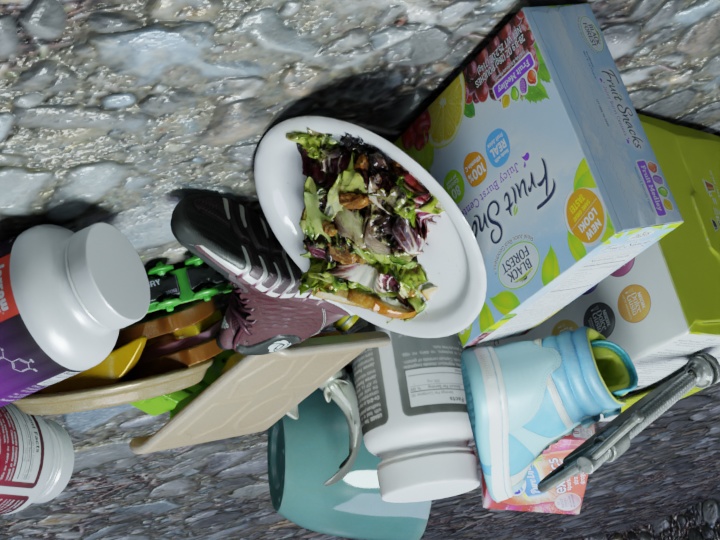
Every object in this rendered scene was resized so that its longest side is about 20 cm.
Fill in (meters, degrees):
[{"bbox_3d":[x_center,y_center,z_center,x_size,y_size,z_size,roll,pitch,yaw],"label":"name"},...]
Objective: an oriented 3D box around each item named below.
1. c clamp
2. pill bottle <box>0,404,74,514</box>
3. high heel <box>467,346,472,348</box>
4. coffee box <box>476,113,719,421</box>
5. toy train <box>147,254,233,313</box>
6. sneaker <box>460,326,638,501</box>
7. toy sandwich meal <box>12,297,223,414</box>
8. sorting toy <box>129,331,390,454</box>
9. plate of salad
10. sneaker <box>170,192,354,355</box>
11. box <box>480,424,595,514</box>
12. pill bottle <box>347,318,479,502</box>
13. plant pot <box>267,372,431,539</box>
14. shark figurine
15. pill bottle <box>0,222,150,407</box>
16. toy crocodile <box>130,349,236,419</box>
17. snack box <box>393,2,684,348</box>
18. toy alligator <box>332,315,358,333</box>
[{"bbox_3d":[0.214,0.116,1.154,0.200,0.027,0.171,-29,167,-44],"label":"c clamp"},{"bbox_3d":[-0.367,0.175,1.428,0.112,0.114,0.200,-23,160,21],"label":"pill bottle"},{"bbox_3d":[0.161,0.029,1.573,0.200,0.071,0.142,-53,171,35],"label":"high heel"},{"bbox_3d":[0.222,0.004,1.279,0.197,0.201,0.199,-31,155,37],"label":"coffee box"},{"bbox_3d":[-0.114,0.003,1.262,0.199,0.042,0.056,-15,172,-4],"label":"toy train"},{"bbox_3d":[0.150,0.113,1.159,0.130,0.080,0.200,-14,151,0],"label":"sneaker"},{"bbox_3d":[-0.214,0.072,1.306,0.204,0.071,0.205,-9,-176,1],"label":"toy sandwich meal"},{"bbox_3d":[-0.093,0.104,1.373,0.200,0.037,0.185,-35,163,29],"label":"sorting toy"},{"bbox_3d":[-0.001,-0.022,1.070,0.048,0.200,0.200,-48,180,-33],"label":"plate of salad"},{"bbox_3d":[-0.094,0.019,1.187,0.115,0.076,0.199,-40,136,26],"label":"sneaker"},{"bbox_3d":[0.163,0.123,1.422,0.095,0.201,0.100,4,130,0],"label":"box"},{"bbox_3d":[0.052,0.115,1.446,0.113,0.201,0.114,-8,162,-3],"label":"pill bottle"},{"bbox_3d":[-0.019,0.209,1.701,0.160,0.202,0.201,1,158,-13],"label":"plant pot"},{"bbox_3d":[-0.045,0.109,1.523,0.128,0.215,0.090,-41,-158,3],"label":"shark figurine"},{"bbox_3d":[-0.260,0.037,1.120,0.199,0.113,0.112,-24,160,21],"label":"pill bottle"},{"bbox_3d":[-0.176,0.103,1.458,0.067,0.062,0.200,27,153,-18],"label":"toy crocodile"},{"bbox_3d":[0.115,-0.062,1.051,0.067,0.170,0.200,-11,162,-31],"label":"snack box"},{"bbox_3d":[0.000,0.000,1.327,0.054,0.059,0.200,-52,-173,-38],"label":"toy alligator"}]
